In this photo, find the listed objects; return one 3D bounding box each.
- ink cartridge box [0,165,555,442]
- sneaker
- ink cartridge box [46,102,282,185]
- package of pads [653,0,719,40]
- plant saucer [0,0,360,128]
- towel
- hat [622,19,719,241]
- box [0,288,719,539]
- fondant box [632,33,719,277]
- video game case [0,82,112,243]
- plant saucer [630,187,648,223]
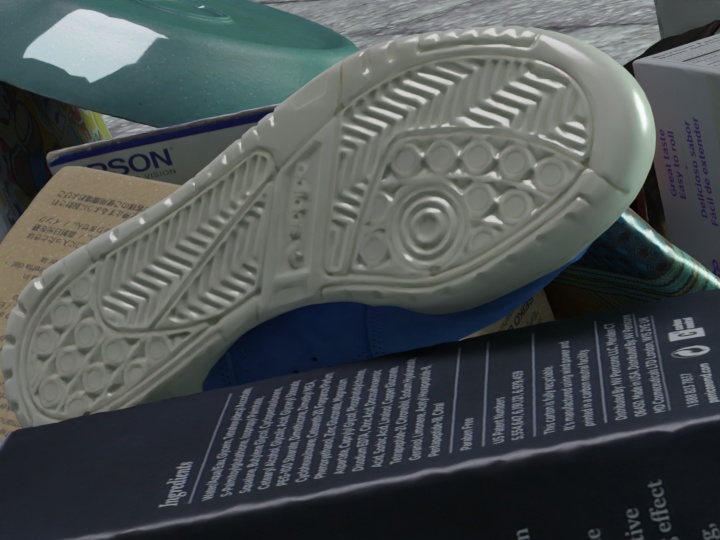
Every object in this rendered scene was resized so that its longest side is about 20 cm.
[{"bbox_3d":[-0.054,0.058,0.813,0.199,0.075,0.165,12,55,33],"label":"ink cartridge box"},{"bbox_3d":[0.007,0.000,0.690,0.199,0.077,0.111,-29,-22,25],"label":"sneaker"},{"bbox_3d":[0.000,0.000,0.954,0.198,0.201,0.041,-11,41,6],"label":"ink cartridge box"},{"bbox_3d":[0.253,-0.116,1.260,0.199,0.156,0.068,-8,13,20],"label":"package of pads"},{"bbox_3d":[-0.075,-0.091,1.007,0.199,0.036,0.200,14,12,-3],"label":"plant saucer"},{"bbox_3d":[0.110,0.023,0.820,0.022,0.200,0.146,-60,28,-10],"label":"towel"},{"bbox_3d":[0.117,-0.037,1.197,0.200,0.081,0.201,-36,6,5],"label":"hat"},{"bbox_3d":[0.014,0.105,0.608,0.199,0.149,0.107,-11,13,6],"label":"box"},{"bbox_3d":[0.182,-0.009,0.919,0.058,0.145,0.200,-18,14,-16],"label":"fondant box"},{"bbox_3d":[-0.116,-0.001,1.052,0.023,0.201,0.182,-23,11,13],"label":"video game case"},{"bbox_3d":[0.024,-0.005,1.062,0.199,0.037,0.200,-11,-20,6],"label":"plant saucer"}]
